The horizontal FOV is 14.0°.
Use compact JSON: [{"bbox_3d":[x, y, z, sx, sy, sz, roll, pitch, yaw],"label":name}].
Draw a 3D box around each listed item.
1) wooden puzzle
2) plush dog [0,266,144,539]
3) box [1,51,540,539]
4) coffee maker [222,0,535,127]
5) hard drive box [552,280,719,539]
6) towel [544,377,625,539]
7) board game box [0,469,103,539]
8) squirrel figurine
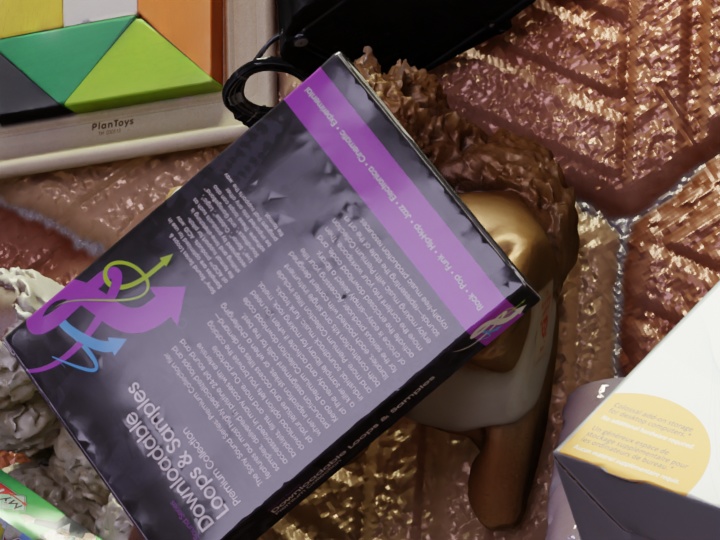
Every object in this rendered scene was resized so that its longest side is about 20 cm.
[{"bbox_3d":[-0.134,-0.150,1.547,0.185,0.037,0.200,-8,67,20],"label":"wooden puzzle"},{"bbox_3d":[-0.133,0.113,1.404,0.200,0.160,0.172,45,110,18],"label":"plush dog"},{"bbox_3d":[-0.041,0.022,1.277,0.200,0.036,0.143,-39,67,4],"label":"box"},{"bbox_3d":[-0.009,-0.205,1.459,0.192,0.135,0.200,-21,61,10],"label":"coffee maker"},{"bbox_3d":[0.206,0.062,1.229,0.156,0.077,0.200,16,48,41],"label":"hard drive box"},{"bbox_3d":[0.169,0.112,1.274,0.191,0.032,0.200,-9,37,19],"label":"towel"},{"bbox_3d":[-0.186,0.177,1.376,0.135,0.029,0.200,31,127,30],"label":"board game box"},{"bbox_3d":[0.000,0.000,1.376,0.187,0.142,0.200,8,56,15],"label":"squirrel figurine"}]
